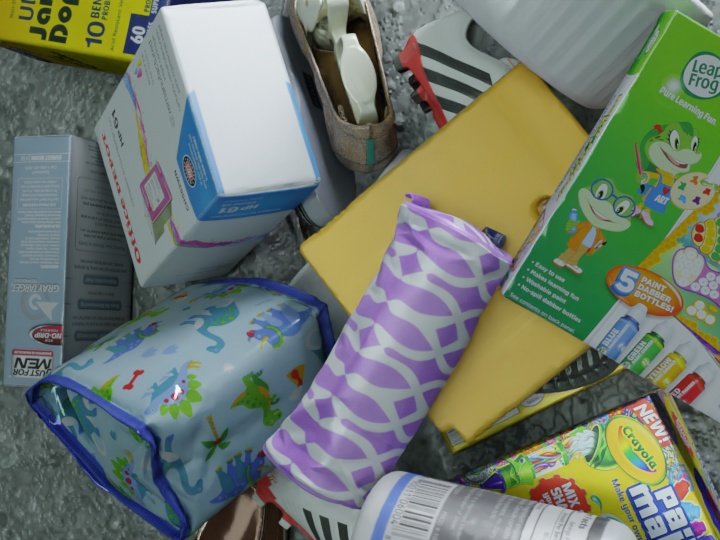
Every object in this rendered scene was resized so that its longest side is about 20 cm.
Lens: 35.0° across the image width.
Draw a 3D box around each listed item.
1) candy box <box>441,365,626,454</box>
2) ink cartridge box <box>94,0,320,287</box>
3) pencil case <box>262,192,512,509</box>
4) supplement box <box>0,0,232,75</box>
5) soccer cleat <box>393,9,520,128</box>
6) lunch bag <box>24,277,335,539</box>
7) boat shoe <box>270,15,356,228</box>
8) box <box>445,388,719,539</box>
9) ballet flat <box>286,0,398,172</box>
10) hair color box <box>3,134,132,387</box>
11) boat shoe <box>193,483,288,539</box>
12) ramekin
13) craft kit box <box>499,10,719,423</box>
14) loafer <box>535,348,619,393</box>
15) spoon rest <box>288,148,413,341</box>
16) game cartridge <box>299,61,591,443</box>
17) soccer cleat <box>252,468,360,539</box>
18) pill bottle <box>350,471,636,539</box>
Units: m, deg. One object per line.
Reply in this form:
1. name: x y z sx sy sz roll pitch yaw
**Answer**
1. candy box: 0.132 0.047 0.838 0.199 0.026 0.103 -29 74 18
2. ink cartridge box: -0.123 -0.088 0.860 0.200 0.084 0.145 -38 67 59
3. pencil case: 0.015 0.049 0.715 0.085 0.084 0.201 31 93 35
4. supplement box: -0.214 -0.225 0.946 0.199 0.109 0.110 12 92 22
5. soccer cleat: 0.100 -0.104 0.827 0.085 0.069 0.201 -33 68 14
6. lunch bag: -0.133 0.084 0.844 0.199 0.170 0.128 20 132 44
7. boat shoe: -0.054 -0.109 0.886 0.056 0.069 0.201 -32 55 26
8. box: 0.157 0.209 0.769 0.192 0.122 0.201 -27 78 17
9. ballet flat: -0.011 -0.172 0.866 0.068 0.067 0.201 -17 68 -6
10. hair color box: -0.240 -0.005 0.949 0.060 0.099 0.201 0 87 21
11. boat shoe: -0.113 0.255 0.899 0.075 0.072 0.201 16 93 21
12. ramekin: 0.129 -0.200 0.766 0.201 0.200 0.098 48 112 17
13. craft kit box: 0.219 -0.021 0.694 0.199 0.049 0.198 30 100 -1
14. loafer: 0.084 0.051 0.808 0.199 0.070 0.076 -2 86 7
15. spoon rest: 0.000 0.000 0.875 0.099 0.061 0.201 29 97 21
16. game cartridge: 0.088 -0.010 0.762 0.200 0.032 0.177 -39 83 6
17. soccer cleat: -0.015 0.178 0.855 0.085 0.068 0.200 -50 58 17
18. pill bottle: 0.098 0.193 0.666 0.199 0.114 0.115 10 91 21
